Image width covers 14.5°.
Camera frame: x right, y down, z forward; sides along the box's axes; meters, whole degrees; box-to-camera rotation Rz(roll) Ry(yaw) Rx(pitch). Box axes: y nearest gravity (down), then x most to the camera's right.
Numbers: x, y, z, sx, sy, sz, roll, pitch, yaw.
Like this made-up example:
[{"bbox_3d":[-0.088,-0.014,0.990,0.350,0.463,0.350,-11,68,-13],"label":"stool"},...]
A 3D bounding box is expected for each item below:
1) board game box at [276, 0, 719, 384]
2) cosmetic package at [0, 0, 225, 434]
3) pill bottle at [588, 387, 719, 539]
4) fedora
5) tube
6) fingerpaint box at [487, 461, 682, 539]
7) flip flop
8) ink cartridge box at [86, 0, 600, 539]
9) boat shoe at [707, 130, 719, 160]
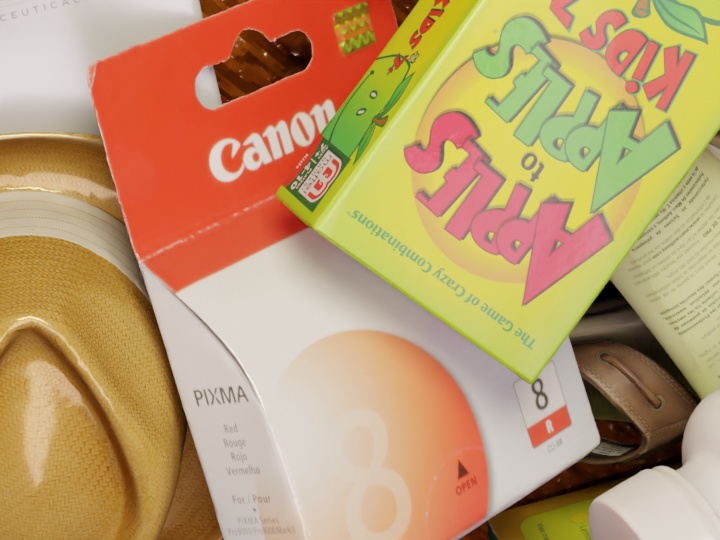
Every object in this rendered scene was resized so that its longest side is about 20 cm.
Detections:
[{"bbox_3d":[0.073,-0.074,0.961,0.101,0.048,0.200,35,93,-25],"label":"board game box"},{"bbox_3d":[-0.096,-0.038,1.030,0.101,0.074,0.201,-16,118,-5],"label":"cosmetic package"},{"bbox_3d":[0.188,0.076,1.037,0.199,0.112,0.112,-26,118,-12],"label":"pill bottle"},{"bbox_3d":[-0.115,0.054,0.984,0.200,0.082,0.201,-4,116,-7],"label":"fedora"},{"bbox_3d":[0.104,-0.025,1.040,0.058,0.052,0.200,-21,123,45],"label":"tube"},{"bbox_3d":[0.157,0.154,1.110,0.166,0.200,0.074,-15,119,-7],"label":"fingerpaint box"},{"bbox_3d":[0.088,0.046,1.107,0.199,0.058,0.081,4,142,-13],"label":"flip flop"},{"bbox_3d":[0.000,0.000,0.996,0.162,0.050,0.201,-27,107,-45],"label":"ink cartridge box"},{"bbox_3d":[0.158,-0.025,1.104,0.199,0.073,0.065,18,115,-10],"label":"boat shoe"}]
